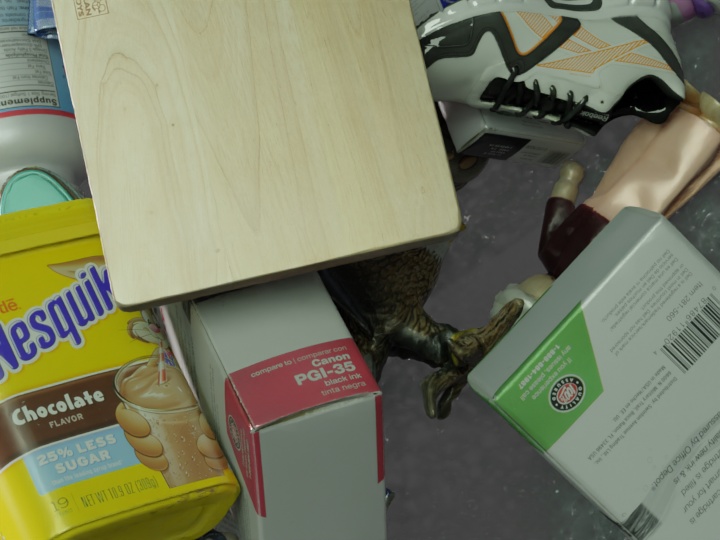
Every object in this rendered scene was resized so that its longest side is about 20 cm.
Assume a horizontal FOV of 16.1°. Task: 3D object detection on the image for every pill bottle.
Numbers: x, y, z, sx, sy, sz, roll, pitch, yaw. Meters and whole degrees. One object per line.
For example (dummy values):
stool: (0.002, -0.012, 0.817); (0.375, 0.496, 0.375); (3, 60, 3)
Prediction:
pill bottle: (-0.235, -0.110, 1.678); (0.108, 0.109, 0.201); (-17, 71, 10)

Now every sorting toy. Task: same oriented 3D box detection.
sorting toy: (-0.060, -0.089, 1.455); (0.198, 0.070, 0.201); (-13, 78, -2)

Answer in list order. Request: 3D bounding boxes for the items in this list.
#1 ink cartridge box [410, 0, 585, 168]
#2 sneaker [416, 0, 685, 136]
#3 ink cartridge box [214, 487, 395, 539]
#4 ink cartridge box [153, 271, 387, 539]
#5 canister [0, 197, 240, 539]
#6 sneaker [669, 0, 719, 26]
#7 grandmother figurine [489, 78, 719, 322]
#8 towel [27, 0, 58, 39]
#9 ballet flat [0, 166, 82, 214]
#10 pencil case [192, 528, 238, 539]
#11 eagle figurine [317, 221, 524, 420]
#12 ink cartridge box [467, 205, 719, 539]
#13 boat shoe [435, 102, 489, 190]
ink cartridge box: (0.070, -0.160, 1.614); (0.037, 0.094, 0.201); (-37, 61, 37)
sneaker: (0.111, -0.120, 1.522); (0.199, 0.074, 0.080); (-9, 67, -23)
ink cartridge box: (-0.101, 0.189, 1.590); (0.199, 0.041, 0.201); (26, 82, 21)
ink cartridge box: (-0.057, 0.061, 1.513); (0.082, 0.147, 0.200); (-16, 47, -13)
canister: (-0.172, 0.070, 1.470); (0.148, 0.087, 0.201); (-14, 64, -33)
sneaker: (0.161, -0.231, 1.628); (0.088, 0.080, 0.201); (-31, 69, 12)
grandmother figurine: (0.156, -0.025, 1.576); (0.200, 0.061, 0.121); (-49, 30, 2)
towel: (-0.119, -0.211, 1.676); (0.199, 0.024, 0.148); (3, 67, -10)
ballet flat: (-0.171, 0.031, 1.592); (0.074, 0.074, 0.201); (-26, 78, 6)
pencil case: (-0.169, 0.156, 1.522); (0.199, 0.090, 0.078); (27, 49, -1)
eagle figurine: (0.004, -0.003, 1.573); (0.200, 0.151, 0.152); (42, 115, 10)
ink cartridge box: (0.185, 0.084, 1.476); (0.200, 0.084, 0.146); (44, 88, -11)
boat shoe: (0.005, -0.130, 1.626); (0.074, 0.073, 0.201); (-23, 76, -31)
